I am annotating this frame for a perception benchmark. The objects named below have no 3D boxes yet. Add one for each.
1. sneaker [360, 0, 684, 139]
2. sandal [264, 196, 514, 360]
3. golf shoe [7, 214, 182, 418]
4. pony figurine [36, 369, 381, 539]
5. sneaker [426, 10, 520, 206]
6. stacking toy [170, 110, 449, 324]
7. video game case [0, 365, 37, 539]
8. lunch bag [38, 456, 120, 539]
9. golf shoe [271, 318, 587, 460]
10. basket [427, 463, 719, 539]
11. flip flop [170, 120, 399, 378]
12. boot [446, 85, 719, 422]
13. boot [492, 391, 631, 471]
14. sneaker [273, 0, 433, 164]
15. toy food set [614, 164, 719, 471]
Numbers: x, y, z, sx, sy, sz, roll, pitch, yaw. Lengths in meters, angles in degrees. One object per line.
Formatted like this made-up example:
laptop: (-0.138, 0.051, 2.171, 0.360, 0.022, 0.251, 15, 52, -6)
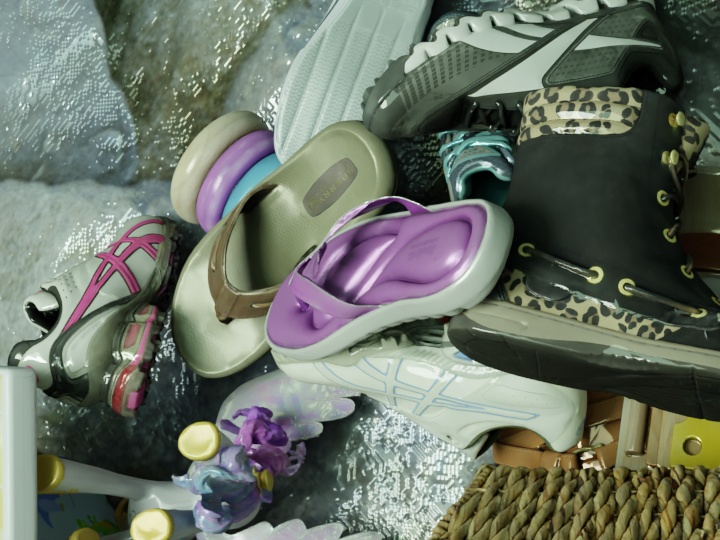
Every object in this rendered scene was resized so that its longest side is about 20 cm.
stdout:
sneaker: (0.100, -0.101, 0.812, 0.091, 0.200, 0.066, 61, 157, 22)
sandal: (0.002, -0.006, 0.765, 0.203, 0.050, 0.083, -20, 44, 51)
golf shoe: (-0.167, 0.014, 0.938, 0.092, 0.200, 0.073, 14, 118, -6)
pony figurine: (-0.087, 0.139, 0.898, 0.193, 0.200, 0.167, -13, 73, 12)
sneaker: (0.083, -0.071, 0.863, 0.078, 0.086, 0.200, -26, 73, 24)
stacking toy: (-0.024, -0.019, 0.928, 0.200, 0.085, 0.085, 36, 102, 21)
video game case: (-0.250, 0.155, 0.864, 0.182, 0.023, 0.200, -1, 88, 45)
lunch bag: (-0.208, 0.223, 0.954, 0.082, 0.161, 0.200, -37, 68, 21)
golf shoe: (0.037, 0.067, 0.830, 0.200, 0.078, 0.097, -2, 110, 37)
basket: (0.105, 0.184, 0.659, 0.149, 0.200, 0.143, -3, 103, 22)
flip flop: (-0.055, -0.011, 0.871, 0.081, 0.058, 0.200, 50, 119, 8)
boot: (0.155, -0.009, 0.733, 0.200, 0.073, 0.151, 10, 68, 12)
boot: (0.165, 0.121, 0.817, 0.200, 0.077, 0.155, -16, 74, 34)
sneaker: (0.009, -0.147, 0.921, 0.073, 0.071, 0.200, 29, 90, 2)
toy food set: (0.210, 0.042, 0.763, 0.143, 0.060, 0.200, 5, 70, 19)
